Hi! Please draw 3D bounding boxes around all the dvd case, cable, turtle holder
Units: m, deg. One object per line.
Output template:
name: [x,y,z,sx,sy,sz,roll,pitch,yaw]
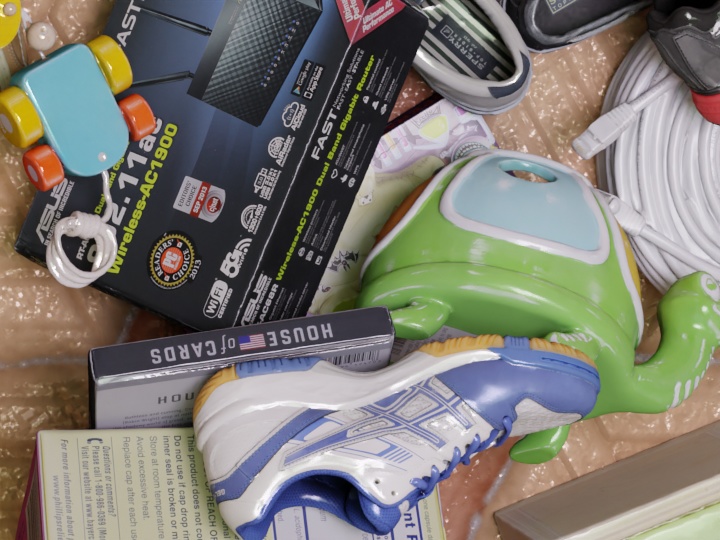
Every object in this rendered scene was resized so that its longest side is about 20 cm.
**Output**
dvd case: [-0.065,0.083,1.440,0.150,0.200,0.025,-8,61,-10]
cable: [0.229,-0.063,1.555,0.200,0.069,0.200,45,83,-13]
turtle holder: [0.092,0.010,1.459,0.185,0.141,0.132,0,55,21]

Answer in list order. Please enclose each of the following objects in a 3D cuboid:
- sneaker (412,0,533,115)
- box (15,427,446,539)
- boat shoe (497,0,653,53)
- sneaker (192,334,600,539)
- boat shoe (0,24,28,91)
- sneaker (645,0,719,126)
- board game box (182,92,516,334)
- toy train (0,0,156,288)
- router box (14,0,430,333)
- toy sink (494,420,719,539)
sneaker: [0.015,-0.161,1.487,0.200,0.071,0.073,36,80,-2]
box: [-0.072,0.157,1.437,0.200,0.176,0.097,-1,61,-12]
boat shoe: [0.165,-0.184,1.530,0.199,0.068,0.074,-28,100,-10]
sneaker: [0.022,0.087,1.358,0.200,0.075,0.088,-8,64,-6]
boat shoe: [-0.202,-0.191,1.449,0.076,0.072,0.200,-24,101,-26]
sneaker: [0.205,-0.180,1.472,0.098,0.071,0.201,35,68,-32]
board game box: [0.000,0.000,1.529,0.200,0.032,0.120,-33,105,-9]
toy train: [-0.203,-0.076,1.389,0.200,0.056,0.150,25,82,-28]
router box: [-0.072,-0.071,1.445,0.062,0.150,0.200,25,87,-57]
toy sink: [0.196,0.165,1.542,0.200,0.112,0.131,-20,99,-11]
